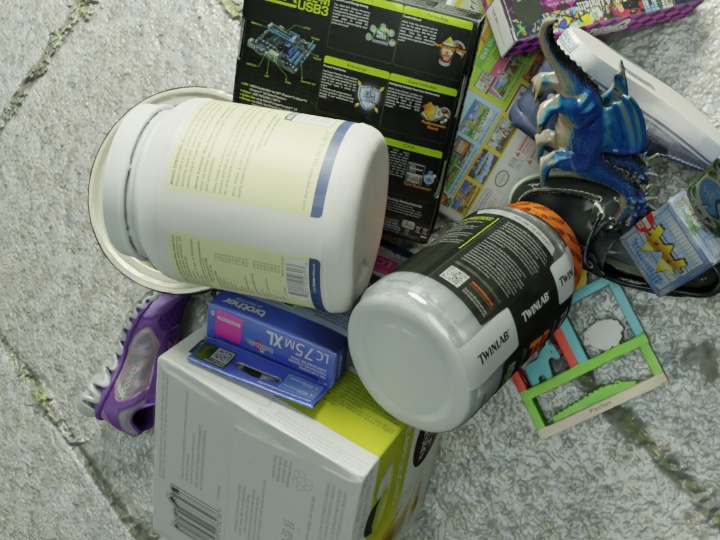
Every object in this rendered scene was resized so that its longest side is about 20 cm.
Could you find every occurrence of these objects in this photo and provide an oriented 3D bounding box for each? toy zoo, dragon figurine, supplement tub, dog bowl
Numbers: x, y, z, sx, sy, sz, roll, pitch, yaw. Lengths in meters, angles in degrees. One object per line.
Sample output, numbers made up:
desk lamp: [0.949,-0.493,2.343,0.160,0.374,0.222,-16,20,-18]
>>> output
toy zoo: [0.182,0.038,0.783,0.130,0.020,0.203,-29,79,19]
dragon figurine: [0.182,-0.118,0.635,0.097,0.202,0.060,-6,43,10]
supplement tub: [0.092,0.027,0.670,0.121,0.199,0.125,25,131,32]
dog bowl: [-0.159,-0.071,0.819,0.195,0.074,0.205,-1,80,5]
supplement tub: [-0.086,-0.055,0.660,0.196,0.145,0.148,11,93,10]

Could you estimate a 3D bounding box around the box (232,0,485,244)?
box: [-0.012,-0.141,0.709,0.196,0.048,0.197,15,114,8]

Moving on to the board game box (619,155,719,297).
board game box: [0.299,-0.062,0.621,0.198,0.200,0.062,-34,78,5]

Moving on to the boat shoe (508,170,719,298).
boat shoe: [0.220,-0.024,0.716,0.196,0.066,0.075,26,118,1]

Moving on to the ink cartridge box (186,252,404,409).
ink cartridge box: [-0.047,0.030,0.713,0.117,0.200,0.043,20,125,15]

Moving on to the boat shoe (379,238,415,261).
boat shoe: [0.000,0.000,0.829,0.197,0.072,0.074,27,100,20]

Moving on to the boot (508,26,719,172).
boot: [0.225,-0.120,0.716,0.198,0.073,0.091,28,122,-16]

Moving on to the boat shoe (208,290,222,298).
boat shoe: [-0.121,0.024,0.885,0.196,0.070,0.068,17,111,17]

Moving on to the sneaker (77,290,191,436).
sneaker: [-0.229,0.101,0.922,0.088,0.080,0.202,36,107,11]

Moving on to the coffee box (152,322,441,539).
coffee box: [-0.047,0.153,0.749,0.197,0.197,0.203,24,124,20]

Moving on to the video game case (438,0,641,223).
video game case: [0.124,-0.139,0.750,0.180,0.023,0.202,30,101,-5]

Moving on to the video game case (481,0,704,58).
video game case: [0.182,-0.291,0.722,0.196,0.036,0.185,-16,82,-18]
